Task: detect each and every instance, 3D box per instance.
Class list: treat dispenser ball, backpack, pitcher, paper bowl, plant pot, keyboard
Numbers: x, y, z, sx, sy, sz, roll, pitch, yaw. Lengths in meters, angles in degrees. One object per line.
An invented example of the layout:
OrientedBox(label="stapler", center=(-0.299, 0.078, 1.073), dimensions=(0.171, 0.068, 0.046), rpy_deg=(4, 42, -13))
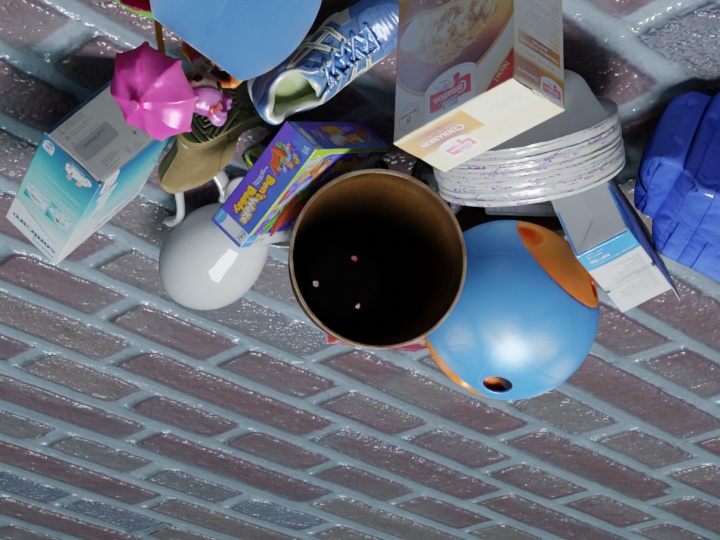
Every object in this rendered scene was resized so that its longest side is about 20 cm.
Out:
OrientedBox(label="treat dispenser ball", center=(0.166, 0.044, 1.748), dimensions=(0.200, 0.201, 0.201), rpy_deg=(2, 152, 1))
OrientedBox(label="backpack", center=(0.389, -0.096, 1.715), dimensions=(0.168, 0.163, 0.200), rpy_deg=(27, 157, 14))
OrientedBox(label="pitcher", center=(-0.184, -0.048, 1.913), dimensions=(0.172, 0.121, 0.200), rpy_deg=(41, 137, -10))
OrientedBox(label="paper bowl", center=(0.169, -0.144, 1.629), dimensions=(0.200, 0.201, 0.105), rpy_deg=(-6, 110, 16))
OrientedBox(label="plant pot", center=(0.000, 0.000, 1.705), dimensions=(0.186, 0.187, 0.200), rpy_deg=(8, 171, -10))
OrientedBox(label="keyboard", center=(0.219, -0.089, 1.785), dimensions=(0.200, 0.056, 0.011), rpy_deg=(0, 173, -35))

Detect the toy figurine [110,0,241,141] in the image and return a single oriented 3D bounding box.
OrientedBox(label="toy figurine", center=(-0.170, -0.206, 1.518), dimensions=(0.200, 0.185, 0.150), rpy_deg=(21, 147, -32))

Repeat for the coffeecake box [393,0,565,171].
OrientedBox(label="coffeecake box", center=(0.109, -0.216, 1.458), dimensions=(0.073, 0.200, 0.153), rpy_deg=(25, 145, -36))

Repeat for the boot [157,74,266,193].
OrientedBox(label="boot", center=(-0.140, -0.161, 1.723), dimensions=(0.175, 0.066, 0.200), rpy_deg=(-24, 173, -14))

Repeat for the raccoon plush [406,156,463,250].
OrientedBox(label="raccoon plush", center=(0.133, -0.090, 1.760), dimensions=(0.199, 0.134, 0.097), rpy_deg=(0, 148, -2))

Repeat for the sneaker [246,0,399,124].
OrientedBox(label="sneaker", center=(-0.024, -0.210, 1.570), dimensions=(0.200, 0.077, 0.076), rpy_deg=(-33, 123, 17))

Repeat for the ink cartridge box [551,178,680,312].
OrientedBox(label="ink cartridge box", center=(0.283, -0.033, 1.754), dimensions=(0.068, 0.116, 0.200), rpy_deg=(-28, 146, 15))

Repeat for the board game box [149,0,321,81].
OrientedBox(label="board game box", center=(-0.122, -0.276, 1.461), dimensions=(0.039, 0.158, 0.200), rpy_deg=(26, 175, 47))

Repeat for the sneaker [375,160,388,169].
OrientedBox(label="sneaker", center=(-0.003, -0.069, 1.885), dimensions=(0.082, 0.077, 0.200), rpy_deg=(-3, 155, -8))

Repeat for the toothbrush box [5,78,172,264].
OrientedBox(label="toothbrush box", center=(-0.292, -0.115, 1.725), dimensions=(0.085, 0.146, 0.200), rpy_deg=(43, 146, 1))

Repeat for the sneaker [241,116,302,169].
OrientedBox(label="sneaker", center=(-0.076, -0.118, 1.780), dimensions=(0.085, 0.075, 0.200), rpy_deg=(-40, 175, -3))

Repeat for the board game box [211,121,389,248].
OrientedBox(label="board game box", center=(-0.060, -0.094, 1.671), dimensions=(0.135, 0.045, 0.200), rpy_deg=(-51, 166, 19))

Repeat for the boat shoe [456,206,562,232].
OrientedBox(label="boat shoe", center=(0.163, -0.074, 1.865), dimensions=(0.199, 0.071, 0.070), rpy_deg=(4, -167, 11))

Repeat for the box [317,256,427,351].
OrientedBox(label="box", center=(0.044, 0.042, 2.003), dimensions=(0.095, 0.100, 0.200), rpy_deg=(-18, 165, 35))
